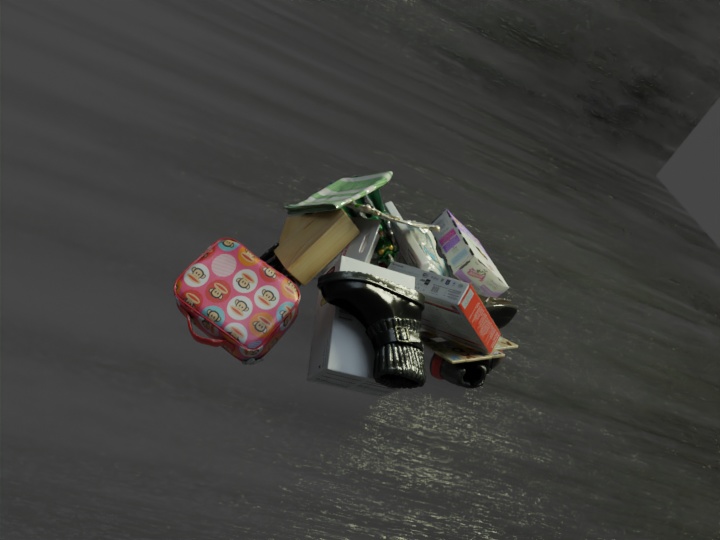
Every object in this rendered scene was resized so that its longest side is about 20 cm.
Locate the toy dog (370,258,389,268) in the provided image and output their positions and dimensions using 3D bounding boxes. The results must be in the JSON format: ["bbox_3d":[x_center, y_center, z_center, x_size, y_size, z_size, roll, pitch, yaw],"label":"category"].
[{"bbox_3d":[0.000,0.000,1.258,0.200,0.096,0.132,44,29,-5],"label":"toy dog"}]

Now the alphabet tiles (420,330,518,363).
[{"bbox_3d":[0.220,0.150,1.171,0.195,0.008,0.166,-2,14,-27],"label":"alphabet tiles"}]

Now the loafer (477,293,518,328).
[{"bbox_3d":[0.288,0.083,1.313,0.196,0.074,0.072,8,35,-37],"label":"loafer"}]

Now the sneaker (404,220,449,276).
[{"bbox_3d":[0.148,-0.029,1.344,0.201,0.077,0.087,52,38,-20],"label":"sneaker"}]

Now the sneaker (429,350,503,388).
[{"bbox_3d":[0.237,0.195,1.161,0.197,0.073,0.097,-3,17,-37],"label":"sneaker"}]

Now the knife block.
[{"bbox_3d":[-0.109,-0.017,1.074,0.064,0.196,0.180,44,49,-48],"label":"knife block"}]

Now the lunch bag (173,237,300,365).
[{"bbox_3d":[-0.218,0.058,0.974,0.198,0.082,0.177,36,59,9],"label":"lunch bag"}]

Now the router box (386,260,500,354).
[{"bbox_3d":[0.157,0.072,1.120,0.197,0.049,0.180,18,-24,43],"label":"router box"}]

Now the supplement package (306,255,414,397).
[{"bbox_3d":[0.002,0.104,1.013,0.152,0.111,0.205,16,64,-20],"label":"supplement package"}]

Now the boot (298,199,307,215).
[{"bbox_3d":[-0.052,-0.111,1.301,0.144,0.072,0.198,25,-7,-38],"label":"boot"}]

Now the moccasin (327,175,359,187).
[{"bbox_3d":[-0.054,-0.200,1.463,0.079,0.069,0.201,26,32,1],"label":"moccasin"}]

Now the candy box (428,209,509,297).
[{"bbox_3d":[0.273,-0.035,1.441,0.167,0.071,0.202,37,22,-36],"label":"candy box"}]

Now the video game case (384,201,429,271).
[{"bbox_3d":[0.105,-0.024,1.277,0.022,0.184,0.202,-19,50,-11],"label":"video game case"}]

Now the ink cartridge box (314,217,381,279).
[{"bbox_3d":[-0.039,-0.041,1.134,0.067,0.196,0.118,44,61,-45],"label":"ink cartridge box"}]

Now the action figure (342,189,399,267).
[{"bbox_3d":[0.029,-0.093,1.228,0.116,0.055,0.203,-23,71,-11],"label":"action figure"}]

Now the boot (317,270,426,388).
[{"bbox_3d":[0.021,0.097,0.913,0.206,0.079,0.162,16,64,-20],"label":"boot"}]

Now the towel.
[{"bbox_3d":[-0.041,-0.157,1.142,0.150,0.024,0.199,0,23,41],"label":"towel"}]

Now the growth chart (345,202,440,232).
[{"bbox_3d":[0.060,-0.106,1.125,0.196,0.018,0.144,13,6,-30],"label":"growth chart"}]
